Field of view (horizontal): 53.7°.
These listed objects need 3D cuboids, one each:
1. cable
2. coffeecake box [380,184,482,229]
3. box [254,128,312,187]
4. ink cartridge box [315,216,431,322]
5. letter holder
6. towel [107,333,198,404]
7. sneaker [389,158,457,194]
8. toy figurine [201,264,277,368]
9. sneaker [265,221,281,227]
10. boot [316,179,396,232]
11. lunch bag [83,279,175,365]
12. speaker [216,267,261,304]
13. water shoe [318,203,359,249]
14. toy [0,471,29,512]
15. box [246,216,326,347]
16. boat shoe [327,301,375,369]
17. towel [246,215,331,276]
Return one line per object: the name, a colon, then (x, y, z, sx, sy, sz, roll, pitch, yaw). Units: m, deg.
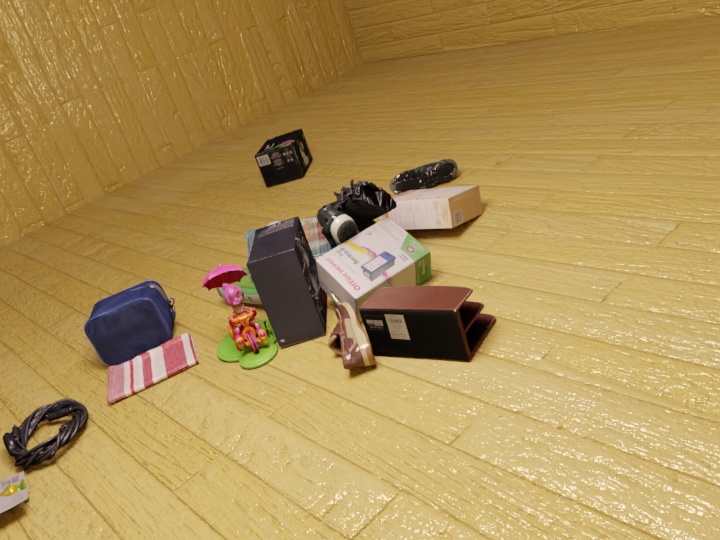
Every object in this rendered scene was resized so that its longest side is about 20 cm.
cable: (-0.614, 0.322, 1.409, 0.163, 0.051, 0.199, -29, 23, -31)
coffeecake box: (0.167, -0.150, 1.708, 0.199, 0.074, 0.153, 1, 18, 38)
box: (-0.272, -0.405, 2.549, 0.147, 0.125, 0.200, -13, 24, 14)
ink cartridge box: (0.027, -0.003, 1.478, 0.199, 0.088, 0.145, -32, 52, -21)
letter holder: (0.124, 0.076, 1.279, 0.199, 0.101, 0.142, -1, 29, 36)
towel: (-0.453, 0.208, 1.541, 0.199, 0.023, 0.144, -25, 26, -10)
sneaker: (0.173, -0.255, 1.984, 0.198, 0.076, 0.079, -17, 10, -8)
toy figurine: (-0.255, 0.080, 1.457, 0.149, 0.185, 0.200, -25, 25, -11)
sneaker: (-0.147, -0.042, 1.738, 0.199, 0.114, 0.076, 27, 61, 29)
boot: (0.017, -0.123, 1.572, 0.162, 0.197, 0.074, -27, 50, 47)
lunch bag: (-0.524, 0.112, 1.654, 0.198, 0.137, 0.132, -21, 24, -3)
speaker: (-0.248, 0.037, 1.662, 0.199, 0.089, 0.088, 3, 33, 41)
water shoe: (-0.041, -0.077, 1.545, 0.071, 0.200, 0.079, -39, 66, -14)
toy: (-0.668, 0.428, 1.219, 0.199, 0.048, 0.115, -27, 22, -23)
box: (-0.146, 0.021, 1.477, 0.103, 0.201, 0.182, -16, 25, 6)
boat shoe: (-0.029, 0.124, 1.335, 0.071, 0.073, 0.200, -22, 29, -4)
towel: (-0.165, -0.063, 1.634, 0.198, 0.022, 0.147, -14, 47, 1)
